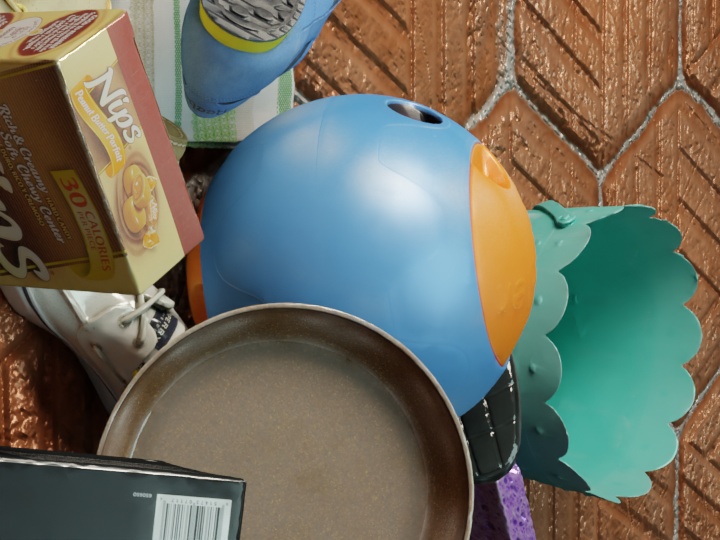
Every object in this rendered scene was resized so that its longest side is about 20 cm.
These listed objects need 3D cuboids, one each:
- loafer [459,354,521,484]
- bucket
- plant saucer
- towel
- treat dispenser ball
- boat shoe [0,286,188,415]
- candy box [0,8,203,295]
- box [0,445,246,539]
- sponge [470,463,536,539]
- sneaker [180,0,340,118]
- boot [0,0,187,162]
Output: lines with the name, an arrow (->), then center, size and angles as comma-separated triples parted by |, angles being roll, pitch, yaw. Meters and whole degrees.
loafer -> 0.053, 0.050, 1.335 | 0.072, 0.073, 0.200 | 77, -5, -60
bucket -> 0.130, 0.050, 1.453 | 0.207, 0.134, 0.208 | -11, 103, -53
plant saucer -> -0.041, 0.117, 1.103 | 0.200, 0.032, 0.201 | 0, 89, -10
towel -> -0.110, -0.143, 1.201 | 0.200, 0.031, 0.150 | -3, 94, -51
treat dispenser ball -> 0.000, 0.000, 1.214 | 0.201, 0.200, 0.202 | -9, 101, -53
boat shoe -> -0.127, 0.027, 1.153 | 0.071, 0.070, 0.200 | -57, 136, -33
candy box -> -0.177, -0.055, 0.967 | 0.055, 0.200, 0.116 | -45, 127, -42
box -> -0.170, 0.119, 0.975 | 0.199, 0.141, 0.079 | 7, 89, -20
sponge -> 0.073, 0.209, 1.412 | 0.030, 0.111, 0.201 | -39, 123, -42
sneaker -> -0.039, -0.154, 1.125 | 0.200, 0.066, 0.079 | -56, 174, -42
boot -> -0.132, -0.148, 1.063 | 0.200, 0.073, 0.156 | 35, 93, -33
